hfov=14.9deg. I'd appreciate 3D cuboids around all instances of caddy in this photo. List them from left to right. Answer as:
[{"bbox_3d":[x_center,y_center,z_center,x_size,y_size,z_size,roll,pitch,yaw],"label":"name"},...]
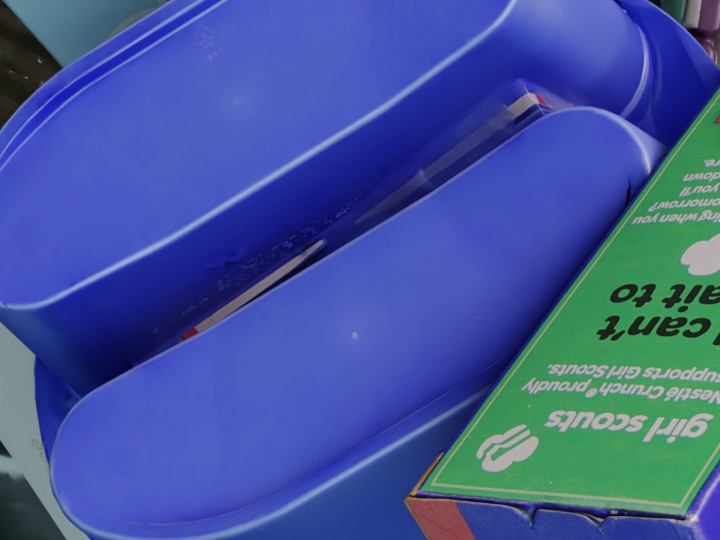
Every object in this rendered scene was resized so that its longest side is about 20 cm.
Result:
[{"bbox_3d":[0.000,0.000,0.678,0.200,0.105,0.142,-31,67,10],"label":"caddy"}]

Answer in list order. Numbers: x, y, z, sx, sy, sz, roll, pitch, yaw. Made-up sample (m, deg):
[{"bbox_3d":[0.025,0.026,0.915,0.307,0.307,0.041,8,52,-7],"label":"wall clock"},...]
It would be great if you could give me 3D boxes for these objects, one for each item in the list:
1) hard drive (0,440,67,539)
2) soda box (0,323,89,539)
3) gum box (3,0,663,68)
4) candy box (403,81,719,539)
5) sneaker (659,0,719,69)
[{"bbox_3d":[-0.185,0.106,0.841,0.199,0.033,0.140,4,108,-5],"label":"hard drive"},{"bbox_3d":[-0.045,0.064,0.801,0.064,0.068,0.200,-46,115,-35],"label":"soda box"},{"bbox_3d":[-0.007,-0.100,0.778,0.170,0.045,0.200,-39,105,9],"label":"gum box"},{"bbox_3d":[0.121,0.046,0.608,0.077,0.200,0.169,-3,127,42],"label":"candy box"},{"bbox_3d":[0.129,-0.080,0.726,0.074,0.087,0.201,6,77,-32],"label":"sneaker"}]
